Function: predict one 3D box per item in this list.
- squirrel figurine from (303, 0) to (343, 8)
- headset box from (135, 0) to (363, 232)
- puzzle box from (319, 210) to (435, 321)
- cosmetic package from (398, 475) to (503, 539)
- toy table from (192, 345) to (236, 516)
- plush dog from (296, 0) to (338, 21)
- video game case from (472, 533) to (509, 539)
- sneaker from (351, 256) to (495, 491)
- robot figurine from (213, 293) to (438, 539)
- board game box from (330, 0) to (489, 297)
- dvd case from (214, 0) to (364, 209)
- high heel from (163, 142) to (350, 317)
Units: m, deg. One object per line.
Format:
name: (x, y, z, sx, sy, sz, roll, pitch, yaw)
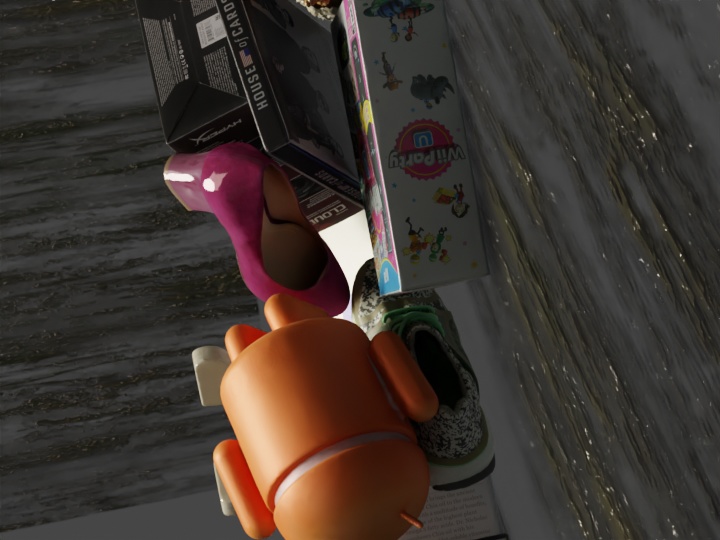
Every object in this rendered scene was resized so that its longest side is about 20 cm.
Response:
squirrel figurine: (-0.065, -0.265, 1.348, 0.186, 0.141, 0.201, 4, 116, 56)
headset box: (-0.077, -0.123, 1.480, 0.200, 0.077, 0.150, 43, -153, -55)
puzzle box: (0.000, 0.000, 1.544, 0.133, 0.025, 0.202, -15, 79, 44)
cosmetic package: (0.055, 0.214, 1.450, 0.071, 0.101, 0.201, 107, 153, -78)
toy table: (-0.076, 0.126, 1.700, 0.184, 0.116, 0.201, -111, 11, -60)
plush dog: (-0.055, -0.309, 1.498, 0.172, 0.160, 0.201, -45, 53, 50)
video game case: (0.026, 0.293, 1.383, 0.026, 0.199, 0.182, 97, 162, -80)
sneaker: (0.047, 0.054, 1.410, 0.089, 0.076, 0.201, 89, 161, -50)
robot figurine: (-0.025, 0.115, 1.364, 0.117, 0.143, 0.201, 95, 153, -57)
board game box: (0.031, -0.087, 1.342, 0.148, 0.064, 0.201, 154, 105, -84)
dvd case: (-0.039, -0.129, 1.430, 0.200, 0.025, 0.151, 28, -140, -64)
high heel: (-0.048, -0.020, 1.398, 0.200, 0.096, 0.068, 38, -113, -41)
